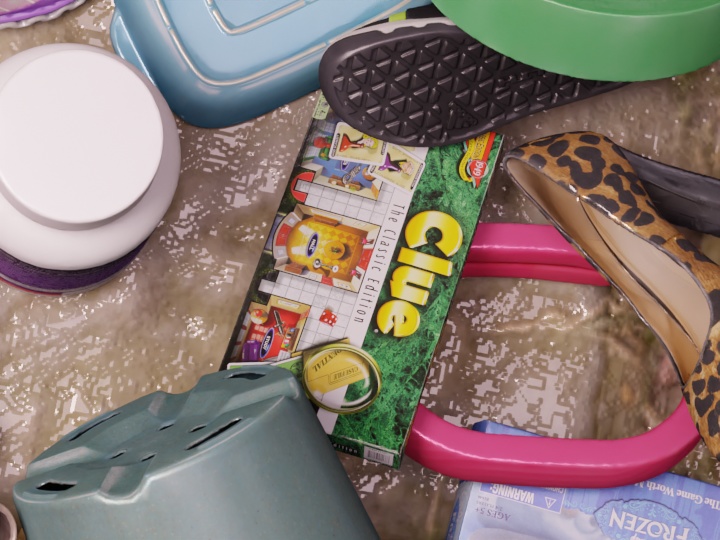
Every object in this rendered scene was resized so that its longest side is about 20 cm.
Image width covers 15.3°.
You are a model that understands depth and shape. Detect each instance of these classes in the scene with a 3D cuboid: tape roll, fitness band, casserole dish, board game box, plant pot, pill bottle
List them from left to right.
[{"bbox_3d":[-0.148,-0.051,1.331,0.111,0.200,0.112,1,84,-10],"label":"pill bottle"},{"bbox_3d":[-0.065,0.164,1.297,0.200,0.200,0.196,-25,104,-11],"label":"plant pot"},{"bbox_3d":[-0.040,-0.159,1.445,0.200,0.039,0.121,-27,88,-12],"label":"casserole dish"},{"bbox_3d":[0.000,0.000,1.399,0.105,0.023,0.200,17,62,4],"label":"board game box"},{"bbox_3d":[0.095,0.045,1.419,0.199,0.037,0.144,3,60,-9],"label":"fitness band"},{"bbox_3d":[0.124,-0.185,1.417,0.200,0.048,0.201,6,46,-6],"label":"tape roll"},{"bbox_3d":[0.133,0.202,1.428,0.200,0.043,0.199,16,81,-7],"label":"board game box"}]

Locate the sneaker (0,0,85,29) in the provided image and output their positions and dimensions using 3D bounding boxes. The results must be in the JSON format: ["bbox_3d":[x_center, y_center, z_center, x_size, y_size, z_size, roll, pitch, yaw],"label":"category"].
[{"bbox_3d":[-0.208,-0.163,1.388,0.200,0.088,0.081,-20,86,-8],"label":"sneaker"}]

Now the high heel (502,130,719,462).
[{"bbox_3d":[0.139,0.014,1.379,0.142,0.071,0.200,14,45,-11],"label":"high heel"}]

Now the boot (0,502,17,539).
[{"bbox_3d":[-0.217,0.112,1.290,0.200,0.146,0.070,-20,111,-44],"label":"boot"}]

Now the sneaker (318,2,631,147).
[{"bbox_3d":[0.065,-0.120,1.440,0.200,0.083,0.072,-10,122,-19],"label":"sneaker"}]

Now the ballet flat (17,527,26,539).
[{"bbox_3d":[-0.181,0.193,1.367,0.069,0.063,0.200,26,80,-5],"label":"ballet flat"}]
